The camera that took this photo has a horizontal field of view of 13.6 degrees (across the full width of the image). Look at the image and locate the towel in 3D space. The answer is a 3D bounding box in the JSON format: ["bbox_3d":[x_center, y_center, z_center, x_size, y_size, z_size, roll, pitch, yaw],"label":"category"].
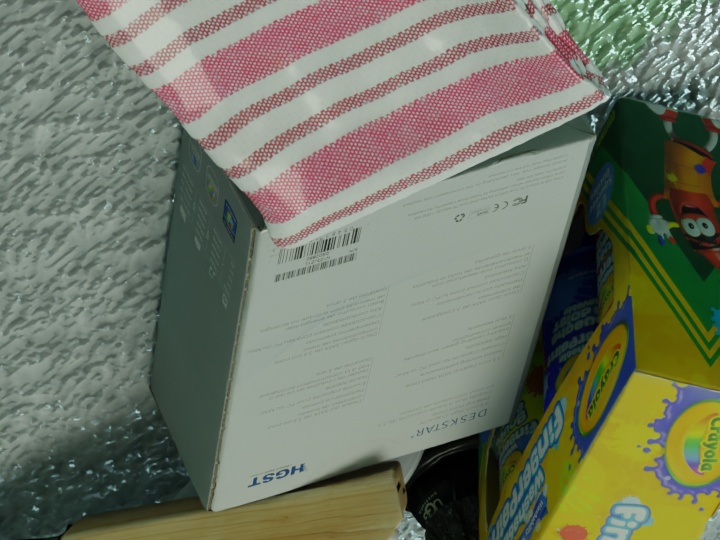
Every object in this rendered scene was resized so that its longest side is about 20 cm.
[{"bbox_3d":[-0.023,-0.098,1.057,0.146,0.030,0.200,-24,123,26],"label":"towel"}]

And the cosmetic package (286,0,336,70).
[{"bbox_3d":[0.027,-0.145,1.103,0.103,0.073,0.200,-2,140,-35],"label":"cosmetic package"}]

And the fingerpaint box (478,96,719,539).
[{"bbox_3d":[0.114,0.053,1.353,0.073,0.168,0.200,13,136,-12],"label":"fingerpaint box"}]

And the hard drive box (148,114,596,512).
[{"bbox_3d":[0.000,0.000,1.280,0.155,0.077,0.201,-15,145,-21],"label":"hard drive box"}]

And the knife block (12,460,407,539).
[{"bbox_3d":[-0.098,0.131,1.356,0.201,0.175,0.064,-55,180,5],"label":"knife block"}]

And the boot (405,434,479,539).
[{"bbox_3d":[0.115,0.152,1.509,0.210,0.158,0.080,0,138,-38],"label":"boot"}]

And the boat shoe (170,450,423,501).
[{"bbox_3d":[-0.050,0.126,1.426,0.200,0.072,0.068,-40,163,3],"label":"boat shoe"}]
